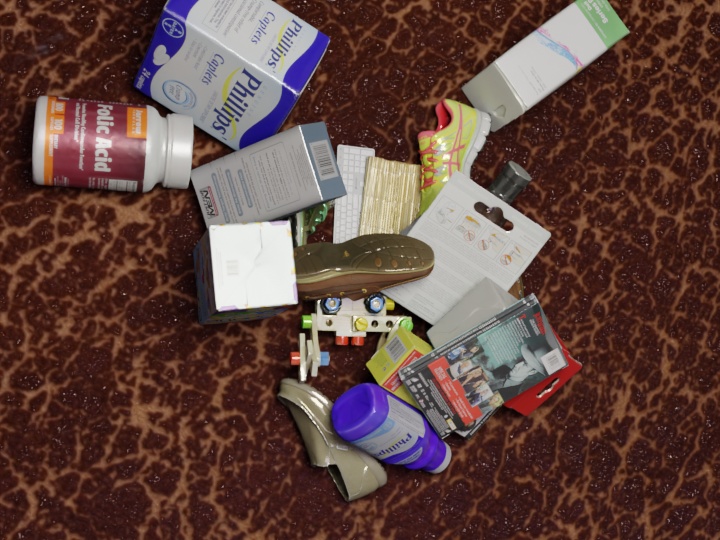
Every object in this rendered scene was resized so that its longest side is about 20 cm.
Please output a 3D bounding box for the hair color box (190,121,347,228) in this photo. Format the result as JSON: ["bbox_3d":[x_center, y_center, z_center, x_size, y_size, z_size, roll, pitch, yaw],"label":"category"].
[{"bbox_3d":[-0.122,-0.114,1.523,0.060,0.199,0.100,-19,92,-55],"label":"hair color box"}]

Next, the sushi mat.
[{"bbox_3d":[0.043,-0.057,1.647,0.095,0.012,0.202,9,82,-20],"label":"sushi mat"}]

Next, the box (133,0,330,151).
[{"bbox_3d":[-0.171,-0.269,1.524,0.199,0.184,0.106,30,58,-9],"label":"box"}]

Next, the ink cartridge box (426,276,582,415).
[{"bbox_3d":[0.197,0.107,1.579,0.116,0.067,0.199,-43,132,14],"label":"ink cartridge box"}]

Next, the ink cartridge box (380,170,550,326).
[{"bbox_3d":[0.131,-0.021,1.568,0.161,0.050,0.201,32,110,-11],"label":"ink cartridge box"}]

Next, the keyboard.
[{"bbox_3d":[-0.010,-0.074,1.641,0.056,0.011,0.202,4,83,-14],"label":"keyboard"}]

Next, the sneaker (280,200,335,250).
[{"bbox_3d":[-0.069,-0.084,1.598,0.088,0.077,0.202,11,78,-33],"label":"sneaker"}]

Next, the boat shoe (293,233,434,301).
[{"bbox_3d":[0.000,0.000,1.533,0.198,0.068,0.072,-6,44,5],"label":"boat shoe"}]

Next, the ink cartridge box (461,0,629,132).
[{"bbox_3d":[0.259,-0.296,1.662,0.200,0.145,0.088,-39,93,-14],"label":"ink cartridge box"}]

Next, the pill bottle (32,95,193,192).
[{"bbox_3d":[-0.320,-0.161,1.519,0.198,0.114,0.116,3,83,-14],"label":"pill bottle"}]

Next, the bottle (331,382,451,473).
[{"bbox_3d":[0.048,0.216,1.552,0.200,0.083,0.066,37,30,-43],"label":"bottle"}]

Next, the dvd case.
[{"bbox_3d":[0.162,0.127,1.519,0.199,0.022,0.146,-30,133,5],"label":"dvd case"}]

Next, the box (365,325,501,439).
[{"bbox_3d":[0.101,0.152,1.567,0.075,0.050,0.200,-47,129,9],"label":"box"}]

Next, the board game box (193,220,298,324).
[{"bbox_3d":[-0.150,0.006,1.498,0.102,0.200,0.106,-4,84,-14],"label":"board game box"}]

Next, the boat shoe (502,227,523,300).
[{"bbox_3d":[0.187,-0.006,1.660,0.068,0.072,0.202,4,74,-43],"label":"boat shoe"}]

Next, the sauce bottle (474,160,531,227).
[{"bbox_3d":[0.158,-0.061,1.604,0.065,0.065,0.200,37,113,-7],"label":"sauce bottle"}]

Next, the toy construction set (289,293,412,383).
[{"bbox_3d":[-0.007,0.095,1.581,0.198,0.092,0.133,1,92,-26],"label":"toy construction set"}]

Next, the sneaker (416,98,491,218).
[{"bbox_3d":[0.109,-0.152,1.640,0.090,0.078,0.202,30,66,-22],"label":"sneaker"}]

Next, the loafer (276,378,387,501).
[{"bbox_3d":[-0.047,0.229,1.565,0.068,0.076,0.200,-44,96,-20],"label":"loafer"}]
